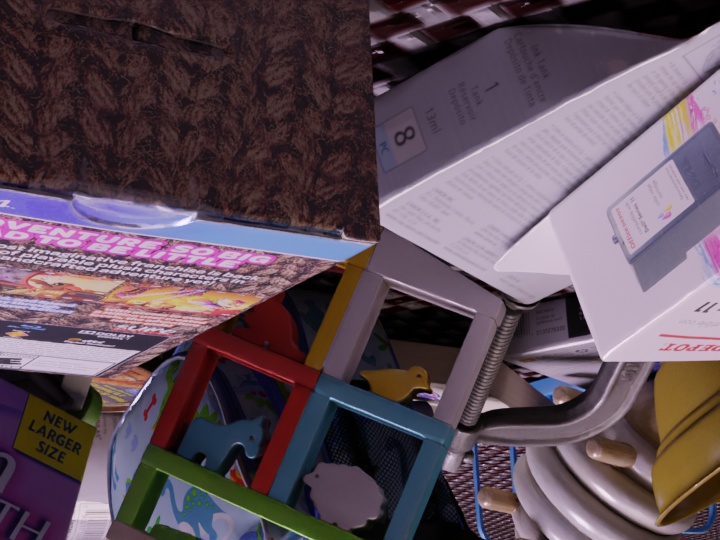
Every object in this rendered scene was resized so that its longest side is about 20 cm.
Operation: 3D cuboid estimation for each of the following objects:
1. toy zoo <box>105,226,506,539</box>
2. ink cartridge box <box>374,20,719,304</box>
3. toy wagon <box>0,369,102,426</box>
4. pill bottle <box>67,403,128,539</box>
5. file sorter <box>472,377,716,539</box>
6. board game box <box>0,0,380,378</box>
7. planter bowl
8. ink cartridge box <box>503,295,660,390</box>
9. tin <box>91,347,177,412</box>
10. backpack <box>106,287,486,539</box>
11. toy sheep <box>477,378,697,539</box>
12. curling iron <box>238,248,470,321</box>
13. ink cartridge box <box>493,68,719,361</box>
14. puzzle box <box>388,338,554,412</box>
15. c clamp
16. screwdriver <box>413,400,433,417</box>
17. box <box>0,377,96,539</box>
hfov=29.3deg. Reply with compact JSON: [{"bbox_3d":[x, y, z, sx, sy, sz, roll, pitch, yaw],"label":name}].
[{"bbox_3d":[-0.019,0.056,0.631,0.130,0.201,0.020,20,170,17],"label":"toy zoo"},{"bbox_3d":[0.112,-0.062,0.536,0.199,0.048,0.160,-28,154,21],"label":"ink cartridge box"},{"bbox_3d":[-0.236,0.040,0.721,0.198,0.040,0.155,-10,139,25],"label":"toy wagon"},{"bbox_3d":[-0.148,0.136,0.993,0.198,0.115,0.114,3,162,-20],"label":"pill bottle"},{"bbox_3d":[0.171,0.161,1.116,0.138,0.124,0.199,9,159,-35],"label":"file sorter"},{"bbox_3d":[-0.114,-0.037,0.454,0.158,0.098,0.200,8,160,-33],"label":"board game box"},{"bbox_3d":[0.237,0.064,0.818,0.199,0.084,0.201,-28,160,-11],"label":"planter bowl"},{"bbox_3d":[0.176,0.053,0.911,0.094,0.037,0.200,-14,158,31],"label":"ink cartridge box"},{"bbox_3d":[-0.180,0.052,0.847,0.111,0.042,0.200,-12,161,16],"label":"tin"},{"bbox_3d":[-0.051,0.109,0.761,0.146,0.201,0.183,10,138,-34],"label":"backpack"},{"bbox_3d":[0.160,0.153,0.936,0.137,0.138,0.200,13,122,-43],"label":"toy sheep"},{"bbox_3d":[0.000,0.000,0.709,0.198,0.026,0.050,-6,123,-1],"label":"curling iron"},{"bbox_3d":[0.154,-0.021,0.508,0.116,0.068,0.200,2,150,-36],"label":"ink cartridge box"},{"bbox_3d":[0.050,0.079,0.940,0.132,0.026,0.200,7,168,21],"label":"puzzle box"},{"bbox_3d":[0.096,0.056,0.794,0.169,0.027,0.201,6,134,-18],"label":"c clamp"},{"bbox_3d":[-0.046,0.101,0.894,0.198,0.029,0.028,0,135,-16],"label":"screwdriver"},{"bbox_3d":[-0.241,0.136,0.646,0.175,0.201,0.096,34,136,-29],"label":"box"}]
